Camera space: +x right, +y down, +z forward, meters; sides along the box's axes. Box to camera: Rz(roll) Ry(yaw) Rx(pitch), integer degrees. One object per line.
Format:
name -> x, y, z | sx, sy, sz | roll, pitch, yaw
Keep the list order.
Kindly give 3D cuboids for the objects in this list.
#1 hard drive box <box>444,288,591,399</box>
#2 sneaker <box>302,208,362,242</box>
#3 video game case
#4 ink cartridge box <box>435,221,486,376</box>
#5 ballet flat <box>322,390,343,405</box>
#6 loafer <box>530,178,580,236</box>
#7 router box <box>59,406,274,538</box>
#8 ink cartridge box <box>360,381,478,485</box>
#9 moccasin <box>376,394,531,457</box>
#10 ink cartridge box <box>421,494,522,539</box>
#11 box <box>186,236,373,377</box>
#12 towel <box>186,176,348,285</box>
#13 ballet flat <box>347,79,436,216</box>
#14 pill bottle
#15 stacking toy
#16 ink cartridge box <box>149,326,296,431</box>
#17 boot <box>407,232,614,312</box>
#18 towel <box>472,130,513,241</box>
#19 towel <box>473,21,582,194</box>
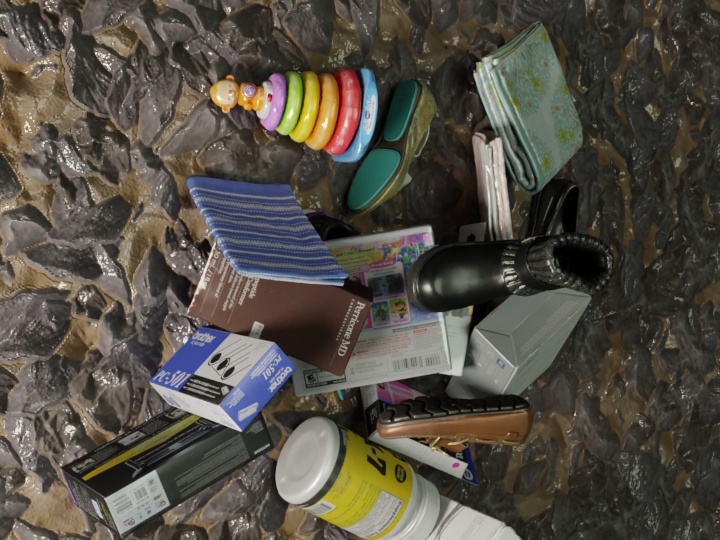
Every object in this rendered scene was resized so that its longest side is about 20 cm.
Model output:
hard drive box -> 0.207, 0.103, 1.521 | 0.156, 0.201, 0.077 | -38, 71, -26
sneaker -> 0.000, 0.000, 1.441 | 0.200, 0.099, 0.070 | 40, 75, -27
video game case -> 0.003, 0.049, 1.387 | 0.198, 0.024, 0.184 | -9, 100, -2
ink cartridge box -> 0.104, 0.031, 1.495 | 0.067, 0.115, 0.202 | 11, 86, -12
ballet flat -> -0.074, 0.079, 1.433 | 0.065, 0.071, 0.202 | -15, 99, -3
loafer -> 0.280, -0.033, 1.640 | 0.071, 0.063, 0.202 | 4, 91, -32
router box -> -0.219, 0.212, 1.283 | 0.199, 0.157, 0.053 | -28, 107, -27
ink cartridge box -> 0.086, 0.212, 1.519 | 0.199, 0.037, 0.095 | 30, 33, -32
moccasin -> 0.118, 0.200, 1.435 | 0.199, 0.074, 0.079 | -1, 106, -21
ink cartridge box -> 0.145, 0.379, 1.497 | 0.085, 0.199, 0.146 | -49, 115, -20
box -> -0.092, 0.037, 1.332 | 0.198, 0.075, 0.101 | 21, 101, -4
towel -> -0.111, -0.051, 1.326 | 0.144, 0.200, 0.024 | 5, 122, -32
ballet flat -> 0.048, -0.152, 1.490 | 0.070, 0.070, 0.202 | 29, 77, -30
pill bottle -> 0.000, 0.276, 1.451 | 0.199, 0.114, 0.115 | 32, 76, -30
stacking toy -> -0.086, -0.204, 1.388 | 0.198, 0.110, 0.117 | 8, 91, -21
ink cartridge box -> -0.159, 0.119, 1.289 | 0.094, 0.199, 0.044 | -48, 114, -20
boot -> 0.175, 0.001, 1.332 | 0.209, 0.157, 0.080 | -15, 99, -26
towel -> 0.177, -0.083, 1.515 | 0.032, 0.191, 0.202 | -6, 98, 3
towel -> 0.241, -0.229, 1.587 | 0.171, 0.048, 0.201 | -41, 114, -43
